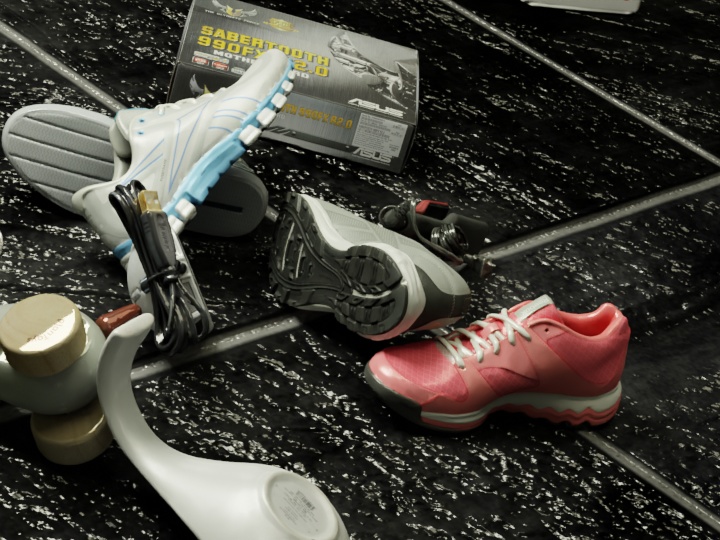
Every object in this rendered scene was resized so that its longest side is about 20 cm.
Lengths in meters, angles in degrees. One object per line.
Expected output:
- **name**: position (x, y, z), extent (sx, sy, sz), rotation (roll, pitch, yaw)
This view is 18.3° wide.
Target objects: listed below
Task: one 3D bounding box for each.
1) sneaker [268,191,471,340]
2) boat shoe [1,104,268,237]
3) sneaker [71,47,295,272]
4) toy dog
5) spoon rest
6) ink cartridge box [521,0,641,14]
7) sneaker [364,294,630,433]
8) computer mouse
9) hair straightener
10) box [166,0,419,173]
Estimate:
- **sneaker**: position (0.000, 0.000, 1.527), extent (0.079, 0.074, 0.200), rotation (4, 16, -35)
- **boat shoe**: position (-0.165, -0.074, 1.604), extent (0.199, 0.072, 0.071), rotation (19, 17, -21)
- **sneaker**: position (-0.123, -0.094, 1.538), extent (0.087, 0.075, 0.200), rotation (41, 63, -6)
- **toy dog**: position (-0.211, 0.027, 1.338), extent (0.200, 0.132, 0.096), rotation (37, 54, 15)
- **spoon rest**: position (-0.081, 0.118, 1.281), extent (0.200, 0.061, 0.099), rotation (48, 30, 8)
- **ink cartridge box**: position (0.228, -0.366, 2.212), extent (0.145, 0.201, 0.084), rotation (2, 29, -28)
- **sneaker**: position (0.094, 0.052, 1.488), extent (0.199, 0.087, 0.074), rotation (0, 32, -29)
- **computer mouse**: position (-0.126, 0.010, 1.407), extent (0.044, 0.110, 0.200), rotation (-23, -8, -4)
- **hair straightener**: position (0.065, -0.027, 1.590), extent (0.077, 0.041, 0.200), rotation (27, 0, 14)
- **box**: position (-0.052, -0.156, 1.827), extent (0.199, 0.049, 0.159), rotation (15, 28, -5)
